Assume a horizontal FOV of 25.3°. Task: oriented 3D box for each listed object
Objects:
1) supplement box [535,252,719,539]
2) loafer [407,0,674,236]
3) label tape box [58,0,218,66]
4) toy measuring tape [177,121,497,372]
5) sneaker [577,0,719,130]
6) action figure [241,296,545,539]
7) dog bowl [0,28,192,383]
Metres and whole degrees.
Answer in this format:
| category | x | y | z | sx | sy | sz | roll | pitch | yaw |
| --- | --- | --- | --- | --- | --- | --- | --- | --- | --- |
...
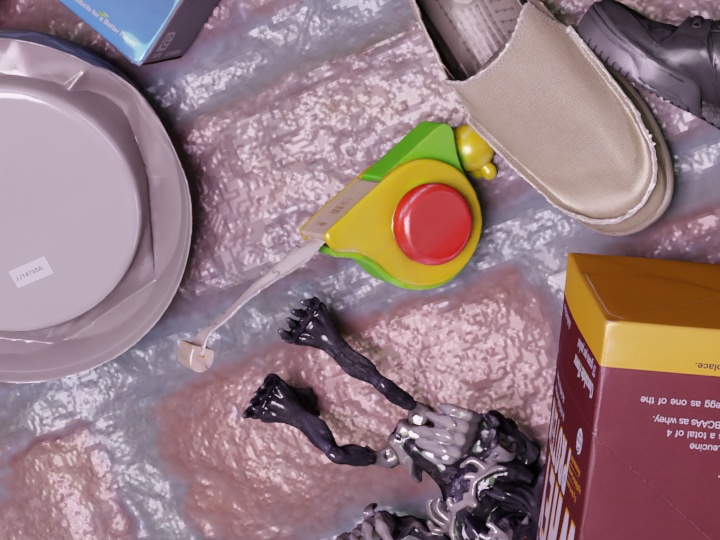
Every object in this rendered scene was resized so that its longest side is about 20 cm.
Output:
| category | x | y | z | sx | sy | sz | roll | pitch | yaw |
| --- | --- | --- | --- | --- | --- | --- | --- | --- | --- |
| supplement box | 0.187 | 0.110 | 0.745 | 0.196 | 0.133 | 0.201 | 5 | 103 | -1 |
| loafer | 0.078 | -0.097 | 0.800 | 0.076 | 0.068 | 0.200 | -41 | 85 | 23 |
| label tape box | -0.107 | -0.231 | 0.837 | 0.144 | 0.063 | 0.200 | 39 | 110 | 8 |
| toy measuring tape | 0.000 | 0.000 | 0.820 | 0.200 | 0.074 | 0.074 | -43 | 86 | -13 |
| sneaker | 0.212 | -0.103 | 0.762 | 0.199 | 0.060 | 0.104 | 33 | 108 | 6 |
| action figure | 0.030 | 0.106 | 0.843 | 0.200 | 0.102 | 0.119 | 34 | 108 | 13 |
| dog bowl | -0.189 | -0.039 | 0.872 | 0.199 | 0.059 | 0.201 | -1 | 116 | -2 |
